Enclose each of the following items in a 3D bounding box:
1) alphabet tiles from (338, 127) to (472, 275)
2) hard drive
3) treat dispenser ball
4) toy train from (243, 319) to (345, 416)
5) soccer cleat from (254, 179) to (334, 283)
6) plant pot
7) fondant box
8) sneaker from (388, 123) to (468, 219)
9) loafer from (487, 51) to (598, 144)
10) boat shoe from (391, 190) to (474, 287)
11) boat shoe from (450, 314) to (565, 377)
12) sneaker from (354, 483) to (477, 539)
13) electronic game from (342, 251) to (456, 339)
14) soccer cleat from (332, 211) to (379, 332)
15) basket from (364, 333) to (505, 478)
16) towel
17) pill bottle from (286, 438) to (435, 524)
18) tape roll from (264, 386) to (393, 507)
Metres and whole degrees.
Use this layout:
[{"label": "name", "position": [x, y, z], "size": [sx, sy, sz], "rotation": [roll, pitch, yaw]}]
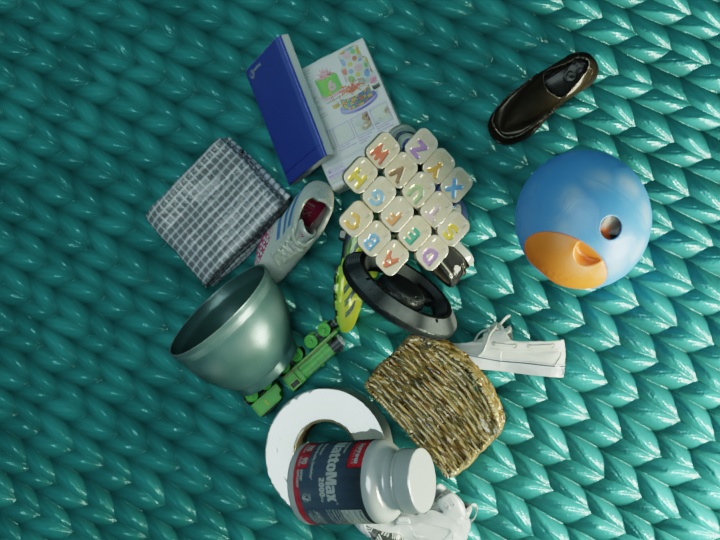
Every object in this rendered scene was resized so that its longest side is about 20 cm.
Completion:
[{"label": "alphabet tiles", "position": [0.069, -0.102, 1.605], "size": [0.196, 0.015, 0.200], "rotation": [-46, 104, -7]}, {"label": "hard drive", "position": [-0.115, -0.254, 1.736], "size": [0.025, 0.131, 0.203], "rotation": [-18, 84, -33]}, {"label": "treat dispenser ball", "position": [0.325, -0.074, 1.591], "size": [0.197, 0.201, 0.205], "rotation": [-1, 87, 11]}, {"label": "toy train", "position": [-0.105, 0.158, 1.750], "size": [0.199, 0.042, 0.057], "rotation": [-42, 90, 7]}, {"label": "soccer cleat", "position": [-0.108, -0.052, 1.717], "size": [0.069, 0.087, 0.201], "rotation": [26, 109, -20]}, {"label": "plant pot", "position": [-0.183, 0.109, 1.706], "size": [0.199, 0.201, 0.135], "rotation": [-38, 108, 7]}, {"label": "fondant box", "position": [-0.017, -0.247, 1.745], "size": [0.142, 0.058, 0.203], "rotation": [-24, 83, 9]}, {"label": "sneaker", "position": [0.103, -0.128, 1.669], "size": [0.075, 0.088, 0.201], "rotation": [-36, 108, 3]}, {"label": "loafer", "position": [0.278, -0.274, 1.678], "size": [0.199, 0.071, 0.073], "rotation": [-40, 80, 7]}, {"label": "boat shoe", "position": [0.084, -0.054, 1.692], "size": [0.199, 0.074, 0.061], "rotation": [40, 73, -4]}, {"label": "boat shoe", "position": [0.217, 0.110, 1.668], "size": [0.198, 0.075, 0.088], "rotation": [6, 88, 10]}, {"label": "sneaker", "position": [0.085, 0.375, 1.664], "size": [0.197, 0.075, 0.117], "rotation": [26, 86, -13]}, {"label": "electronic game", "position": [0.060, 0.036, 1.635], "size": [0.199, 0.200, 0.042], "rotation": [37, 111, 11]}, {"label": "soccer cleat", "position": [0.000, 0.000, 1.726], "size": [0.082, 0.065, 0.204], "rotation": [7, 91, -2]}, {"label": "basket", "position": [0.126, 0.188, 1.640], "size": [0.143, 0.149, 0.200], "rotation": [-46, 79, 9]}, {"label": "towel", "position": [-0.231, -0.098, 1.767], "size": [0.200, 0.086, 0.166], "rotation": [-46, 80, 6]}, {"label": "pill bottle", "position": [0.003, 0.307, 1.581], "size": [0.197, 0.119, 0.122], "rotation": [-8, 85, 29]}, {"label": "tape roll", "position": [-0.049, 0.287, 1.715], "size": [0.198, 0.071, 0.207], "rotation": [-1, 87, 11]}]
